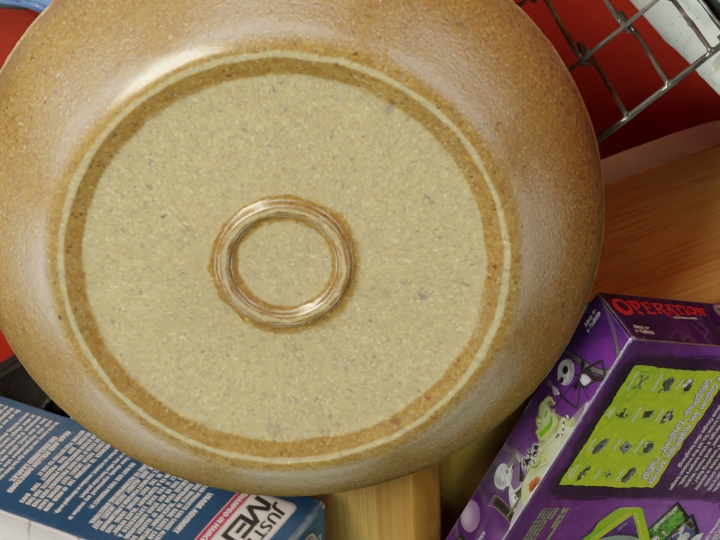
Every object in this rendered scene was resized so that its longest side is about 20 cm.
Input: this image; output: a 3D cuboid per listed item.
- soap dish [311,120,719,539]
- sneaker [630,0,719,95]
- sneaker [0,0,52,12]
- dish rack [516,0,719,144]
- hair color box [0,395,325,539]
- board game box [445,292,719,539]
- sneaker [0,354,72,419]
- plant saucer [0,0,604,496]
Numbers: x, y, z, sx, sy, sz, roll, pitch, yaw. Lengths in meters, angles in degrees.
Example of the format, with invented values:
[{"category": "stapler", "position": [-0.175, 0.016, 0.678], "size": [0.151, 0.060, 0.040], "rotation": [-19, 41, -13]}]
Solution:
[{"category": "soap dish", "position": [0.076, 0.044, 0.995], "size": [0.199, 0.081, 0.158], "rotation": [-20, 137, -16]}, {"category": "sneaker", "position": [0.160, -0.061, 0.931], "size": [0.199, 0.081, 0.076], "rotation": [34, 134, -21]}, {"category": "sneaker", "position": [-0.095, -0.122, 0.912], "size": [0.198, 0.076, 0.079], "rotation": [-2, 127, 3]}, {"category": "dish rack", "position": [0.037, -0.098, 0.868], "size": [0.200, 0.055, 0.154], "rotation": [-38, 111, 9]}, {"category": "hair color box", "position": [-0.110, 0.109, 1.002], "size": [0.199, 0.061, 0.101], "rotation": [17, 128, 24]}, {"category": "board game box", "position": [0.083, 0.095, 0.965], "size": [0.119, 0.032, 0.201], "rotation": [9, 124, -35]}, {"category": "sneaker", "position": [-0.127, 0.069, 1.093], "size": [0.060, 0.104, 0.200], "rotation": [37, 130, -9]}, {"category": "plant saucer", "position": [-0.023, -0.009, 0.855], "size": [0.199, 0.035, 0.201], "rotation": [0, 117, 0]}]
